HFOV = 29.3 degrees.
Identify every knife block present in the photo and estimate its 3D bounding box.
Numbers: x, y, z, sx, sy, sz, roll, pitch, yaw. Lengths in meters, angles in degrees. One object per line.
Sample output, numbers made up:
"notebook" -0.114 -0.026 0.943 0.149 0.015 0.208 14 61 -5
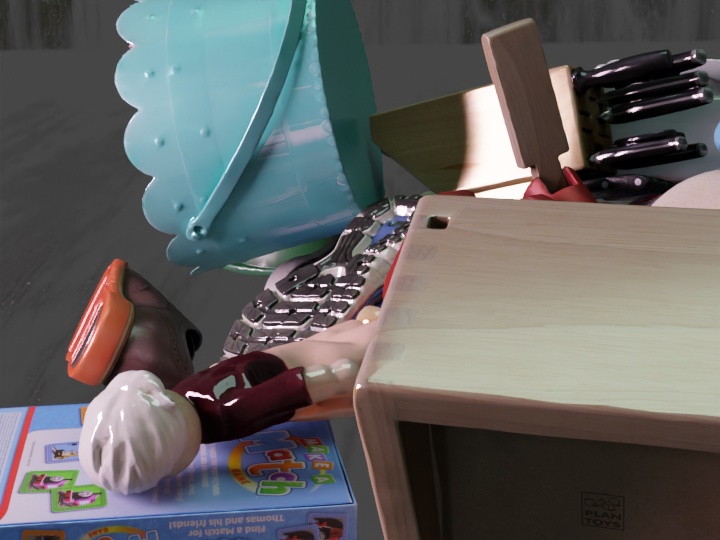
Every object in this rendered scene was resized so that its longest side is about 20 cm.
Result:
"knife block" 0.126 -0.106 0.918 0.200 0.176 0.064 41 18 25

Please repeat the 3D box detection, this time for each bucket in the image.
"bucket" -0.068 -0.107 0.936 0.133 0.209 0.207 -10 13 11

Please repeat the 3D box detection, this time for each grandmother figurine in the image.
"grandmother figurine" -0.045 0.059 0.665 0.199 0.061 0.121 -17 -6 -40

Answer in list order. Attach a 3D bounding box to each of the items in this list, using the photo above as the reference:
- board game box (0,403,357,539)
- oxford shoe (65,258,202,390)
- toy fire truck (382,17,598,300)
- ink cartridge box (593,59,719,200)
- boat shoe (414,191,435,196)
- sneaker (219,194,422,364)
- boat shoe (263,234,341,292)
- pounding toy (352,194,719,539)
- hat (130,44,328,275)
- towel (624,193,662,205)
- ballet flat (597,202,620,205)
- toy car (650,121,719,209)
"board game box" -0.109 0.103 0.671 0.198 0.037 0.151 -3 15 -7
"oxford shoe" -0.143 0.044 0.878 0.072 0.072 0.200 26 7 -13
"toy fire truck" 0.091 -0.032 0.807 0.175 0.129 0.201 -10 54 -30
"ink cartridge box" 0.245 -0.099 1.016 0.144 0.084 0.200 0 -1 12
"boat shoe" 0.075 -0.022 1.064 0.073 0.076 0.200 5 15 2
"sneaker" -0.003 0.036 0.843 0.078 0.090 0.200 9 38 44
"boat shoe" 0.000 0.000 0.983 0.060 0.075 0.200 6 19 24
"pounding toy" 0.090 0.068 0.541 0.182 0.201 0.143 4 44 18
"hat" -0.055 -0.099 1.121 0.164 0.178 0.199 10 18 34
"towel" 0.263 -0.038 1.009 0.198 0.030 0.146 2 -9 -24
"ballet flat" 0.268 -0.024 1.130 0.198 0.067 0.057 -3 55 -2
"toy car" 0.246 0.041 0.709 0.199 0.185 0.177 27 4 -40
